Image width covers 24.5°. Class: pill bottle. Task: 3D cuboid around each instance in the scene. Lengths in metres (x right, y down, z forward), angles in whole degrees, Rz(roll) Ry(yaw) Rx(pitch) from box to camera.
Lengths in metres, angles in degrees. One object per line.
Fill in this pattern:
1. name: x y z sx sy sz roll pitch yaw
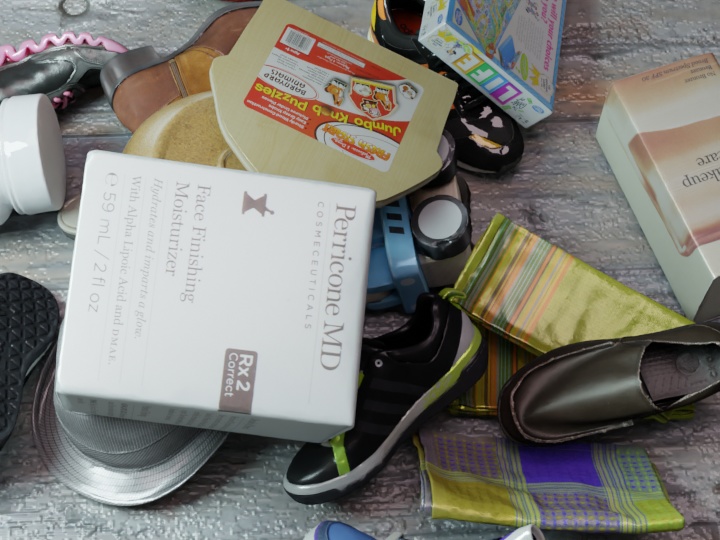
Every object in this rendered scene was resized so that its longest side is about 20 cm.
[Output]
1. pill bottle: -0.350 -0.085 1.361 0.198 0.114 0.115 -7 62 2

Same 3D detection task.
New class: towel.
1. towel: 0.173 0.037 1.316 0.199 0.018 0.087 29 80 4
2. towel: 0.136 0.158 1.253 0.198 0.144 0.023 6 106 -1
3. towel: 0.168 0.077 1.343 0.198 0.018 0.087 2 62 -1

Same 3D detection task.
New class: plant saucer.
1. plant saucer: -0.093 -0.073 1.307 0.198 0.036 0.202 4 57 -7

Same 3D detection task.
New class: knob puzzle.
1. knob puzzle: -0.030 -0.113 1.303 0.218 0.031 0.221 11 50 -14

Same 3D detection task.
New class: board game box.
1. board game box: 0.121 -0.240 1.450 0.134 0.034 0.201 35 47 -28

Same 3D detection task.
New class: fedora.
1. fedora: -0.178 0.072 1.287 0.176 0.090 0.200 29 71 26

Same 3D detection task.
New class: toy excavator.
1. toy excavator: 0.000 0.000 1.358 0.198 0.100 0.196 -13 63 8

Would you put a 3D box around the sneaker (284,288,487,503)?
1. sneaker: 0.007 0.090 1.275 0.200 0.083 0.072 -42 25 -10

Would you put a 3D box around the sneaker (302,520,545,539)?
1. sneaker: 0.068 0.214 1.199 0.200 0.147 0.080 41 26 11

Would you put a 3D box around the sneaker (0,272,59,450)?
1. sneaker: -0.300 0.084 1.307 0.071 0.083 0.201 33 37 -16

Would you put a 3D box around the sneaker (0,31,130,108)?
1. sneaker: -0.290 -0.149 1.440 0.198 0.079 0.096 -8 78 -2

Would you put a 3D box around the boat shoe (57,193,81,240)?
1. boat shoe: -0.150 -0.043 1.390 0.198 0.057 0.067 -11 46 -2

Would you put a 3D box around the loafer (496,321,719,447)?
1. loafer: 0.199 0.081 1.262 0.198 0.071 0.074 -19 86 0

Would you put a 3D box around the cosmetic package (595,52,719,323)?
1. cosmetic package: 0.286 -0.070 1.392 0.103 0.087 0.201 -18 64 -12

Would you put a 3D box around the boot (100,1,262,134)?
1. boot: -0.101 -0.130 1.383 0.187 0.069 0.200 -18 51 -22

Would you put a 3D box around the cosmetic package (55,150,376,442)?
1. cosmetic package: -0.102 0.024 1.161 0.198 0.165 0.166 7 80 -7

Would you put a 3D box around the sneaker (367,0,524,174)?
1. sneaker: 0.071 -0.172 1.440 0.070 0.090 0.201 -30 66 -16
